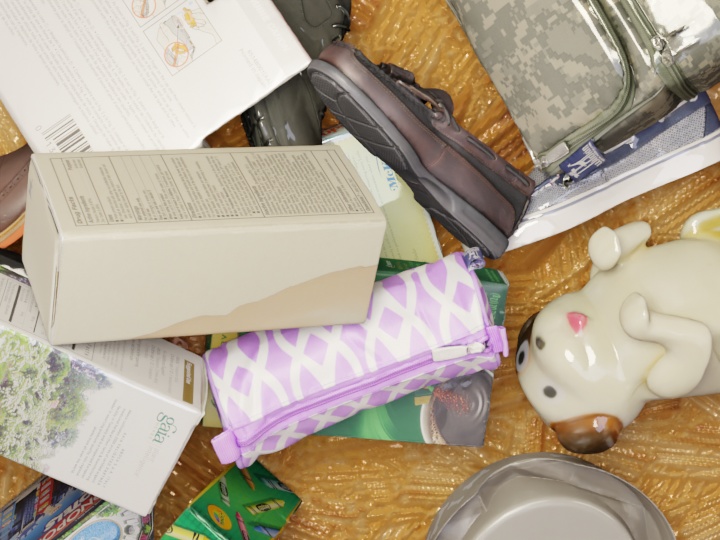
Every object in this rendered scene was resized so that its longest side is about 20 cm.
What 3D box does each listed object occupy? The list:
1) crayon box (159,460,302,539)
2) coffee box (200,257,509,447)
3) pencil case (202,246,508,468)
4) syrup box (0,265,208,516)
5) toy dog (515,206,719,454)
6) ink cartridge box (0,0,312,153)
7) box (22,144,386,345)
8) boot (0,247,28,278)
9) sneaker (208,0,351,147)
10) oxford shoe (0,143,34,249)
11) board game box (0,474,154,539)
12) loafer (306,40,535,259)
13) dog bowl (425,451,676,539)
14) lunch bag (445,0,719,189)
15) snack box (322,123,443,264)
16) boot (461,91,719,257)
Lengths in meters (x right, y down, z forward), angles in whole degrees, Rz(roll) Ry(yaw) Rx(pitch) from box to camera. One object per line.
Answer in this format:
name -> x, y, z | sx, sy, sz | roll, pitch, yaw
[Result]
crayon box -> -0.109, 0.199, 1.111 | 0.058, 0.200, 0.119 | 39, 97, 3
coffee box -> -0.007, 0.052, 1.129 | 0.198, 0.044, 0.124 | 7, 105, -8
pencil case -> -0.003, 0.059, 1.064 | 0.198, 0.086, 0.084 | -22, 129, 2
syrup box -> -0.196, 0.061, 1.001 | 0.199, 0.082, 0.079 | 25, 108, -15
toy dog -> 0.202, 0.039, 1.162 | 0.198, 0.194, 0.140 | -23, 64, -1
ink cartridge box -> -0.152, -0.155, 1.049 | 0.175, 0.045, 0.201 | -34, 82, 1
box -> -0.095, -0.018, 0.997 | 0.198, 0.095, 0.078 | -3, 126, -21
boot -> -0.272, 0.051, 1.068 | 0.198, 0.066, 0.166 | 20, 115, -16
sneaker -> -0.042, -0.139, 1.082 | 0.090, 0.076, 0.202 | -15, 93, -12
oxford shoe -> -0.251, -0.047, 1.093 | 0.200, 0.071, 0.073 | -43, 103, 5
board game box -> -0.209, 0.201, 1.099 | 0.199, 0.200, 0.062 | -38, 107, 4
loafer -> 0.042, -0.086, 1.059 | 0.063, 0.072, 0.200 | -52, 128, -8
dog bowl -> 0.134, 0.226, 1.231 | 0.198, 0.059, 0.202 | -2, 106, -8
lunch bag -> 0.144, -0.177, 1.062 | 0.167, 0.139, 0.201 | -32, 85, 17
snack box -> 0.000, 0.000, 1.159 | 0.115, 0.037, 0.202 | -20, 107, -2
boot -> 0.149, -0.083, 1.150 | 0.198, 0.073, 0.091 | -24, 94, -4
